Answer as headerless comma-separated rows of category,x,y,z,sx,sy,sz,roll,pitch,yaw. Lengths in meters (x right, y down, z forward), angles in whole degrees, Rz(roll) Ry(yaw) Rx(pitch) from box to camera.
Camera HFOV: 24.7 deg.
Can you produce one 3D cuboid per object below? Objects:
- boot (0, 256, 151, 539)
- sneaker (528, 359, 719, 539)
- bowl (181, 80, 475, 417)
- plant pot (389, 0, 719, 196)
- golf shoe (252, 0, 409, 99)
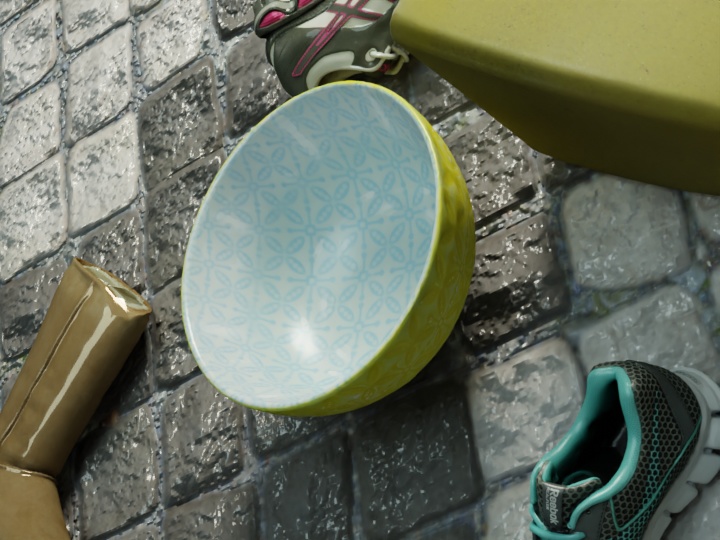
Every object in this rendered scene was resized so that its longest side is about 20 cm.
boot,-0.205,0.108,1.146,0.175,0.066,0.201,33,92,44
sneaker,0.110,0.131,0.836,0.077,0.091,0.201,20,85,45
bowl,0.000,0.000,0.982,0.199,0.107,0.201,-19,59,35
plant pot,0.170,-0.144,0.852,0.176,0.200,0.201,31,92,33
golf shoe,0.023,-0.177,1.083,0.199,0.077,0.089,-30,73,31
